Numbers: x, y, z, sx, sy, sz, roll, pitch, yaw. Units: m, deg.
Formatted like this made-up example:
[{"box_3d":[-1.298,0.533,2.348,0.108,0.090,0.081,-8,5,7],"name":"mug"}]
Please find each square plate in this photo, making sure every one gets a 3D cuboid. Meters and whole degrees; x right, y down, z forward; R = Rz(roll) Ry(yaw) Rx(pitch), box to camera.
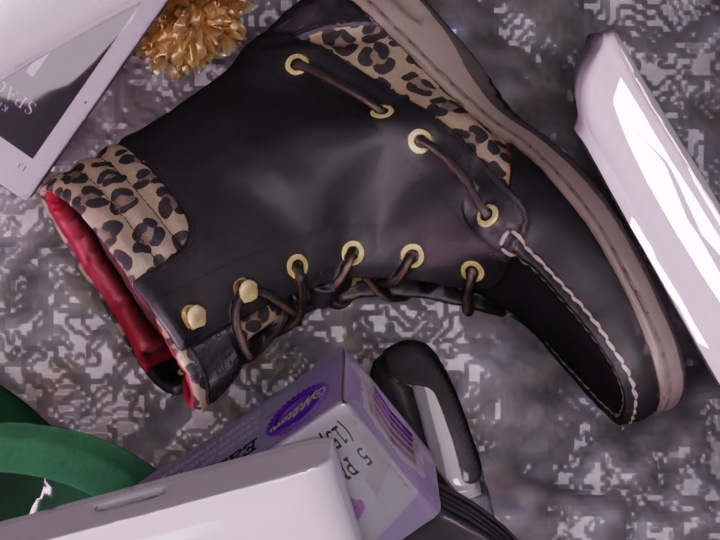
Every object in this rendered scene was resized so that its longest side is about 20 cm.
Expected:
[{"box_3d":[0.119,0.012,0.945,0.028,0.200,0.199,-29,92,5],"name":"square plate"}]

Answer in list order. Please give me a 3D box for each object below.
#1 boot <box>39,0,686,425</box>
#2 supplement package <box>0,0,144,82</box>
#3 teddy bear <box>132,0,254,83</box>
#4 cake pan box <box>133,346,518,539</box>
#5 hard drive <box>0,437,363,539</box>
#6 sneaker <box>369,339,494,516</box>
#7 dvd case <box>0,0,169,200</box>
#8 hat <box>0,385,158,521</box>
[{"box_3d":[0.000,0.000,0.965,0.150,0.073,0.200,-32,72,-18],"name":"boot"},{"box_3d":[-0.061,-0.159,0.890,0.199,0.117,0.117,-28,104,-3],"name":"supplement package"},{"box_3d":[-0.100,-0.159,0.995,0.144,0.067,0.202,6,93,1],"name":"teddy bear"},{"box_3d":[-0.023,0.149,0.946,0.199,0.052,0.185,-34,109,12],"name":"cake pan box"},{"box_3d":[-0.044,0.162,0.910,0.131,0.026,0.201,-15,110,6],"name":"hard drive"},{"box_3d":[-0.002,0.132,1.005,0.115,0.075,0.202,-12,93,0],"name":"sneaker"},{"box_3d":[-0.116,-0.147,0.957,0.150,0.025,0.201,35,93,-12],"name":"dvd case"},{"box_3d":[-0.153,0.058,1.024,0.165,0.177,0.201,-20,131,-1],"name":"hat"}]
